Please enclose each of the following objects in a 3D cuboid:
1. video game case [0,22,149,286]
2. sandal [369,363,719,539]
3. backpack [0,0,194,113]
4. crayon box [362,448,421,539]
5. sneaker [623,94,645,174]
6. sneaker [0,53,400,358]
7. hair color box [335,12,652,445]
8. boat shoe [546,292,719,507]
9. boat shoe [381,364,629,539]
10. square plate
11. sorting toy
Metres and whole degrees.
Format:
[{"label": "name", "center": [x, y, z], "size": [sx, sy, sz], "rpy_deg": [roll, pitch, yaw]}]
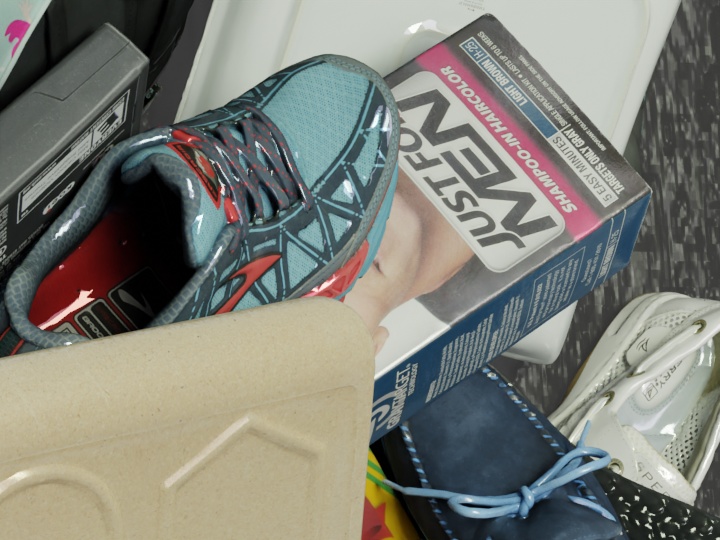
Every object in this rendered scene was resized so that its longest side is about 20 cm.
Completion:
[{"label": "video game case", "center": [-0.152, 0.025, 1.021], "size": [0.025, 0.181, 0.200], "rpy_deg": [41, 68, 10]}, {"label": "sandal", "center": [0.072, 0.098, 1.217], "size": [0.200, 0.048, 0.076], "rpy_deg": [33, 79, 9]}, {"label": "backpack", "center": [-0.128, -0.114, 1.055], "size": [0.150, 0.200, 0.178], "rpy_deg": [39, 63, -2]}, {"label": "crayon box", "center": [-0.034, 0.132, 1.173], "size": [0.127, 0.051, 0.201], "rpy_deg": [-38, 105, -32]}, {"label": "sneaker", "center": [0.053, -0.114, 1.264], "size": [0.200, 0.075, 0.079], "rpy_deg": [49, 50, -29]}, {"label": "sneaker", "center": [-0.051, -0.013, 1.020], "size": [0.079, 0.096, 0.200], "rpy_deg": [40, 62, 12]}, {"label": "hair color box", "center": [0.000, 0.000, 1.111], "size": [0.200, 0.061, 0.100], "rpy_deg": [-34, 70, -21]}, {"label": "boat shoe", "center": [0.107, 0.088, 1.264], "size": [0.071, 0.069, 0.201], "rpy_deg": [44, 63, -25]}, {"label": "boat shoe", "center": [0.080, 0.108, 1.153], "size": [0.084, 0.069, 0.200], "rpy_deg": [-37, 78, -11]}, {"label": "square plate", "center": [0.029, -0.069, 1.197], "size": [0.199, 0.028, 0.199], "rpy_deg": [13, 103, -26]}, {"label": "sorting toy", "center": [-0.080, 0.116, 0.990], "size": [0.184, 0.036, 0.201], "rpy_deg": [-11, 111, -35]}]
